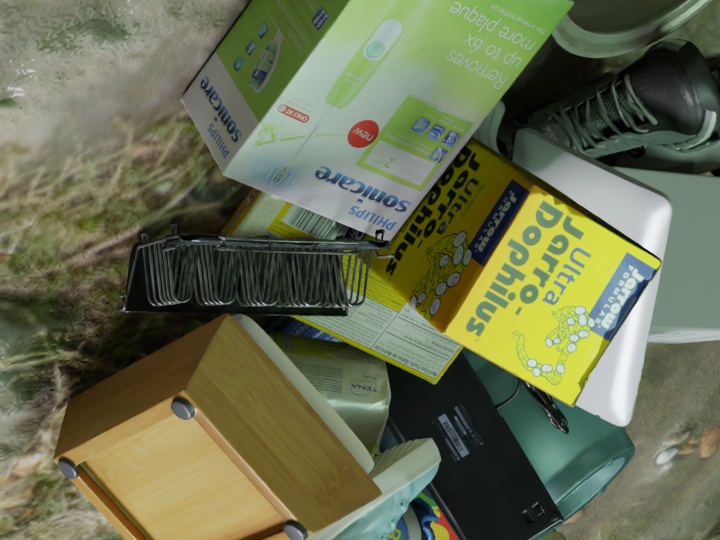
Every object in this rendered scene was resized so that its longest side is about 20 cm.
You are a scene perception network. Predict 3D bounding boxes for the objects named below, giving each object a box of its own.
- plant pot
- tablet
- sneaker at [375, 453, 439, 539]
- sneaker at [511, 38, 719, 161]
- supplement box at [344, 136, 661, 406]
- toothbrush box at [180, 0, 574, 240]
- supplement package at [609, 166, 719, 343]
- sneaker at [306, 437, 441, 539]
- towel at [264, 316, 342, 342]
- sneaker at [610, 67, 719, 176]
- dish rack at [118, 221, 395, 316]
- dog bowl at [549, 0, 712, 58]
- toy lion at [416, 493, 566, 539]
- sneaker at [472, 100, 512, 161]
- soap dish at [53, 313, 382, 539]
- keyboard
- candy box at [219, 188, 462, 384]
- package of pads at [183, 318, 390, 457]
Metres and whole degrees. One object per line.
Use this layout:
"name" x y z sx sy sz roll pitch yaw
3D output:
"plant pot" 0.133 0.132 1.792 0.200 0.134 0.200 -36 163 -13
"tablet" 0.150 0.007 1.586 0.014 0.130 0.200 -34 142 -41
"sneaker" 0.015 0.198 1.765 0.082 0.200 0.074 21 103 -8
"sneaker" 0.168 -0.100 1.574 0.115 0.075 0.200 -24 -179 -15
"supplement box" 0.086 -0.012 1.445 0.109 0.200 0.109 29 96 -25
"toothbrush box" 0.009 -0.135 1.398 0.145 0.086 0.200 22 116 -40
"supplement package" 0.213 -0.008 1.701 0.200 0.122 0.120 3 173 -44
"sneaker" -0.013 0.199 1.564 0.200 0.082 0.074 -38 -170 -14
"towel" 0.002 0.064 1.723 0.145 0.024 0.200 -37 148 -6
"sneaker" 0.267 -0.111 1.747 0.200 0.074 0.088 -8 155 -44
"dish rack" -0.065 0.001 1.422 0.153 0.055 0.200 0 178 -14
"dog bowl" 0.181 -0.240 1.481 0.200 0.074 0.200 -26 147 -19
"toy lion" 0.059 0.229 1.930 0.200 0.069 0.192 -27 144 8
"sneaker" 0.078 -0.048 1.615 0.081 0.075 0.200 -40 146 -25
"soap dish" -0.102 0.127 1.499 0.200 0.157 0.081 -28 -163 47
"keyboard" 0.091 0.111 1.696 0.127 0.200 0.021 -31 -178 0
"candy box" 0.000 0.000 1.558 0.200 0.026 0.102 26 116 -26
"package of pads" -0.071 0.133 1.637 0.154 0.068 0.200 8 131 -14
